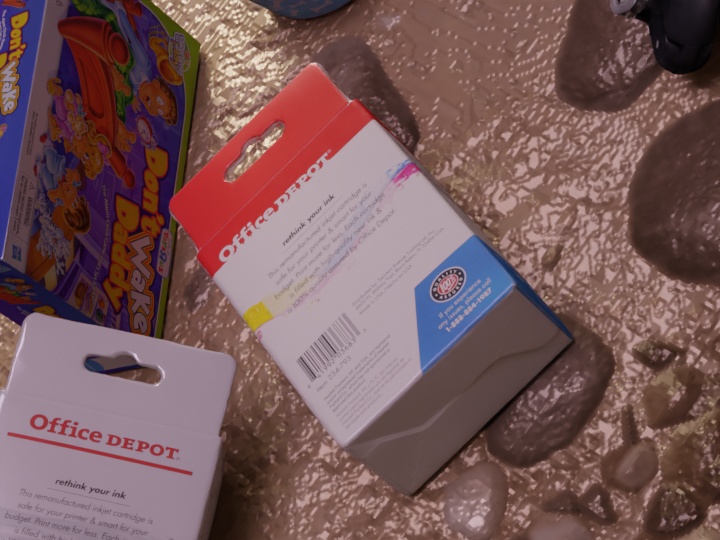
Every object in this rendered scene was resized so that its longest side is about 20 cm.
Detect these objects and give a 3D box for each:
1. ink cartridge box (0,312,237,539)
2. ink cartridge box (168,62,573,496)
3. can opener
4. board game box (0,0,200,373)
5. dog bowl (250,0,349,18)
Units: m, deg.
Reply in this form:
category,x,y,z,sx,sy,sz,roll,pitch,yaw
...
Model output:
category,x,y,z,sx,sy,sz,roll,pitch,yaw
ink cartridge box,-0.135,0.133,1.314,0.116,0.068,0.200,12,69,3
ink cartridge box,0.000,0.000,1.325,0.116,0.067,0.200,-44,49,6
can opener,0.154,-0.180,1.336,0.063,0.079,0.200,117,150,-45
board game box,-0.151,-0.063,1.421,0.045,0.134,0.200,-10,60,30
dog bowl,0.002,-0.215,1.456,0.200,0.050,0.112,-37,50,12
